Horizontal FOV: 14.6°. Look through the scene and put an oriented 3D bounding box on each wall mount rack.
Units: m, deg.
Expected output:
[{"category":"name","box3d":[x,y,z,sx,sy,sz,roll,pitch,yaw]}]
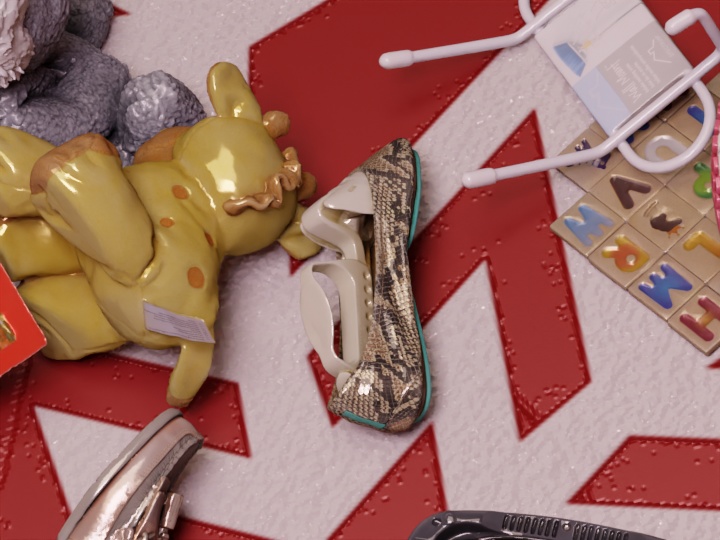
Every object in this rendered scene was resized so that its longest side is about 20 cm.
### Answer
[{"category":"wall mount rack","box3d":[0.119,-0.127,1.701,0.174,0.075,0.200,-38,49,7]}]

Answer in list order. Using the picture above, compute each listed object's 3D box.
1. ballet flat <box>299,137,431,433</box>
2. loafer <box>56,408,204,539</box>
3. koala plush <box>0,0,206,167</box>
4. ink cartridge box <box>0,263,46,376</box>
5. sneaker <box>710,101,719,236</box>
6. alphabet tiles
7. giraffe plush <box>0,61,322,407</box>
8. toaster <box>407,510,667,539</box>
[{"category":"ballet flat","box3d":[0.000,0.000,1.648,0.075,0.068,0.200,13,56,-22]},{"category":"loafer","box3d":[-0.146,0.171,1.589,0.063,0.072,0.200,36,78,13]},{"category":"koala plush","box3d":[-0.223,-0.134,1.717,0.184,0.200,0.177,-36,57,-10]},{"category":"ink cartridge box","box3d":[-0.309,0.031,1.650,0.200,0.057,0.163,-34,82,18]},{"category":"sneaker","box3d":[0.244,-0.082,1.632,0.075,0.081,0.200,4,58,14]},{"category":"alphabet tiles","box3d":[0.216,-0.042,1.665,0.166,0.006,0.200,-41,58,-14]},{"category":"giraffe plush","box3d":[-0.112,-0.037,1.666,0.200,0.173,0.162,25,51,29]},{"category":"toaster","box3d":[0.095,0.202,1.463,0.200,0.129,0.114,6,59,17]}]
